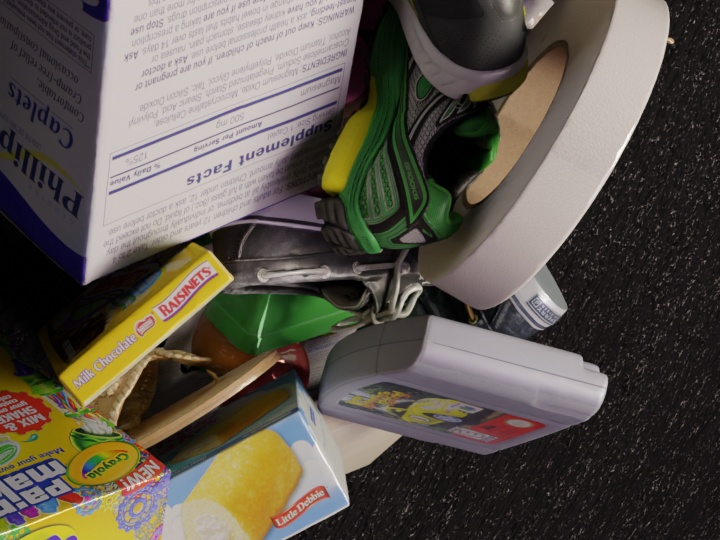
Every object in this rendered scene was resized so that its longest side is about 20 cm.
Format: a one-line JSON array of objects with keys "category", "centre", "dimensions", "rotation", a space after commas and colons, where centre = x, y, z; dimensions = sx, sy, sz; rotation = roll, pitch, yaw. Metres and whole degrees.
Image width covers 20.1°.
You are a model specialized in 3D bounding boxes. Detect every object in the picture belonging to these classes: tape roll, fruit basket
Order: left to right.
[{"category": "fruit basket", "centre": [-0.066, 0.038, 1.304], "dimensions": [0.185, 0.094, 0.200], "rotation": [-17, 145, -42]}, {"category": "tape roll", "centre": [0.099, -0.074, 1.119], "dimensions": [0.037, 0.203, 0.203], "rotation": [30, 94, -11]}]

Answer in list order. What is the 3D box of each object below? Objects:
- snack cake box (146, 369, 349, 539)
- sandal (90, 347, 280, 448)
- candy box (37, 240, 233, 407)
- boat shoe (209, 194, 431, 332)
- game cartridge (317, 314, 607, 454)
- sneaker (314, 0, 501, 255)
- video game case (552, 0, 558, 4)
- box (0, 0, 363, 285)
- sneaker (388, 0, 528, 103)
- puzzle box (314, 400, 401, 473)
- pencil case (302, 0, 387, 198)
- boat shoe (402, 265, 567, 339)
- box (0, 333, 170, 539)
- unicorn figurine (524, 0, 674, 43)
[{"category": "snack cake box", "centre": [-0.109, 0.144, 1.212], "dimensions": [0.200, 0.115, 0.067], "rotation": [-28, 101, 2]}, {"category": "sandal", "centre": [-0.154, 0.080, 1.204], "dimensions": [0.212, 0.070, 0.078], "rotation": [-32, -175, 14]}, {"category": "candy box", "centre": [-0.128, 0.021, 1.116], "dimensions": [0.102, 0.200, 0.026], "rotation": [-39, 101, -7]}, {"category": "boat shoe", "centre": [0.002, -0.001, 1.193], "dimensions": [0.199, 0.074, 0.068], "rotation": [10, 70, -40]}, {"category": "game cartridge", "centre": [0.049, 0.071, 1.220], "dimensions": [0.200, 0.133, 0.041], "rotation": [144, -37, -69]}, {"category": "sneaker", "centre": [0.047, -0.090, 1.128], "dimensions": [0.078, 0.085, 0.200], "rotation": [58, 43, -49]}, {"category": "video game case", "centre": [0.130, -0.238, 1.245], "dimensions": [0.182, 0.022, 0.200], "rotation": [40, 43, -54]}, {"category": "box", "centre": [-0.098, -0.123, 1.060], "dimensions": [0.184, 0.105, 0.200], "rotation": [-25, 139, -39]}, {"category": "sneaker", "centre": [0.036, -0.185, 1.099], "dimensions": [0.074, 0.200, 0.085], "rotation": [-23, 149, -25]}, {"category": "puzzle box", "centre": [-0.036, 0.121, 1.382], "dimensions": [0.200, 0.025, 0.133], "rotation": [-17, 161, -43]}, {"category": "pencil case", "centre": [0.004, -0.135, 1.221], "dimensions": [0.091, 0.094, 0.200], "rotation": [13, 106, -45]}, {"category": "boat shoe", "centre": [0.058, -0.021, 1.323], "dimensions": [0.091, 0.200, 0.071], "rotation": [-35, 133, 14]}, {"category": "box", "centre": [-0.240, 0.133, 1.057], "dimensions": [0.200, 0.193, 0.122], "rotation": [-18, 130, -42]}, {"category": "unicorn figurine", "centre": [0.109, -0.185, 1.338], "dimensions": [0.200, 0.074, 0.137], "rotation": [-24, 143, -17]}]
